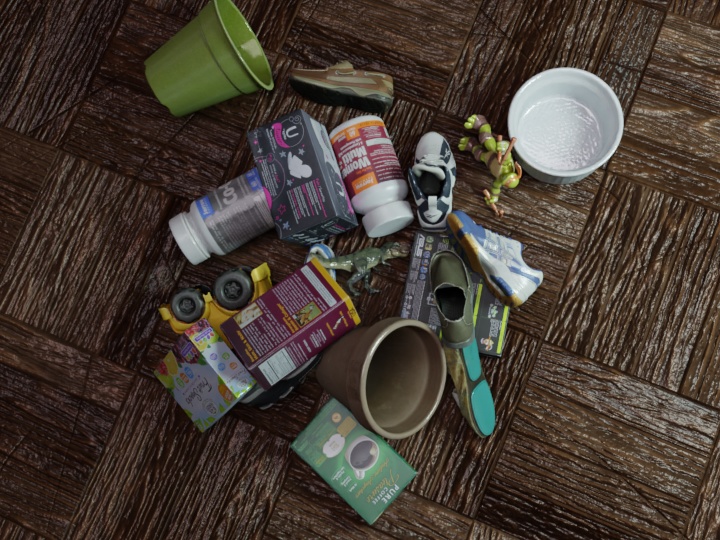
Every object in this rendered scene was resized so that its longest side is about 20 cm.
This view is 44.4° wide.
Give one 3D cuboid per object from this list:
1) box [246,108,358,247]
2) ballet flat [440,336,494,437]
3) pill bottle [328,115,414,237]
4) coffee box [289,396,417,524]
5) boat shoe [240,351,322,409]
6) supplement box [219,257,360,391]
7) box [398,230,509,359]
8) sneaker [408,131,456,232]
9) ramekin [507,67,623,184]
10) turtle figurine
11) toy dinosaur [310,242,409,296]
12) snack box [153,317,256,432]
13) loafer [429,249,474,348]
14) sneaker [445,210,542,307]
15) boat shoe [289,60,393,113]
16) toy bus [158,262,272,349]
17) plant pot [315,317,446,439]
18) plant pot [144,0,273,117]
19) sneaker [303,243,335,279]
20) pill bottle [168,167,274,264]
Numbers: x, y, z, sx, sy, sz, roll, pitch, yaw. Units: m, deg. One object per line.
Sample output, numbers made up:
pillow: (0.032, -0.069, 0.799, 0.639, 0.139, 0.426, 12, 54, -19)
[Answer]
box: (-0.098, -0.158, 1.542, 0.114, 0.132, 0.201, -20, 80, 15)
ballet flat: (0.183, 0.193, 1.528, 0.070, 0.071, 0.201, -15, 106, 3)
pill bottle: (0.022, -0.170, 1.600, 0.109, 0.110, 0.201, -20, 77, 2)
coffee box: (-0.012, 0.330, 1.543, 0.200, 0.044, 0.123, 40, 86, 12)
boat shoe: (-0.132, 0.180, 1.539, 0.200, 0.060, 0.076, -31, 44, 31)
supplement box: (-0.116, 0.089, 1.461, 0.200, 0.086, 0.110, -36, 54, -8)
box: (0.174, 0.042, 1.578, 0.192, 0.048, 0.201, 10, 80, 5)
sneaker: (0.129, -0.182, 1.569, 0.079, 0.130, 0.200, 5, 67, 8)
ramekin: (0.362, -0.252, 1.587, 0.199, 0.098, 0.202, -1, 79, 5)
turtle figurine: (0.240, -0.203, 1.565, 0.064, 0.200, 0.162, -22, 57, -13)
toy dinosaur: (0.000, 0.000, 1.579, 0.199, 0.047, 0.089, -9, 88, -32)
snack box: (-0.270, 0.184, 1.515, 0.142, 0.200, 0.053, 49, 53, 3)
loafer: (0.157, 0.035, 1.493, 0.075, 0.070, 0.201, -11, 49, 3)
sneaker: (0.232, -0.033, 1.537, 0.088, 0.075, 0.200, -37, 84, -15)
boat shoe: (-0.033, -0.354, 1.665, 0.199, 0.076, 0.074, 13, 75, 0)
toy bus: (-0.233, 0.099, 1.577, 0.199, 0.136, 0.193, -21, 94, 3)
plant pot: (0.016, 0.170, 1.493, 0.174, 0.200, 0.201, 7, 77, 46)
plant pot: (-0.293, -0.384, 1.650, 0.189, 0.200, 0.201, -27, 77, 14)
sneaker: (-0.079, 0.047, 1.586, 0.075, 0.077, 0.201, -5, 80, 3)
pill bottle: (-0.240, -0.098, 1.612, 0.199, 0.114, 0.114, -29, 78, 0)
